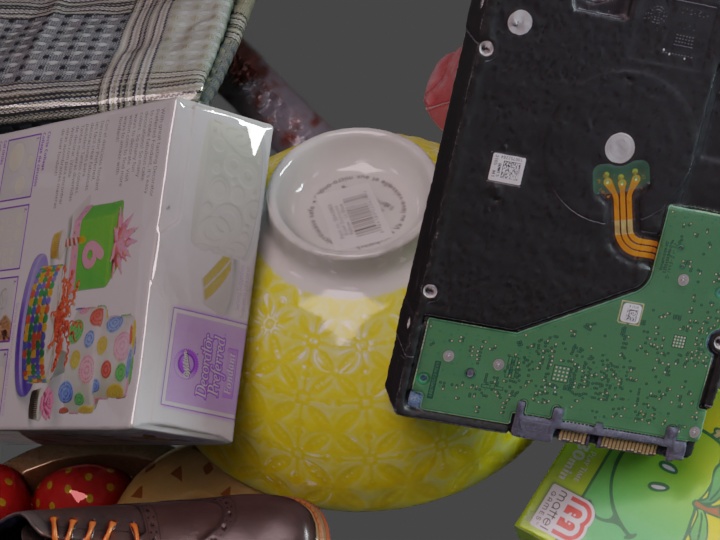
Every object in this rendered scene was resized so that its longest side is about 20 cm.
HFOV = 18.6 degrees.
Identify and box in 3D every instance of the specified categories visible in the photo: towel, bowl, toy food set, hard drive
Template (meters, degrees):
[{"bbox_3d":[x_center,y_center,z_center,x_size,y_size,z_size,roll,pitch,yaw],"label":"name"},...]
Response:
[{"bbox_3d":[-0.152,-0.130,1.139,0.191,0.035,0.200,-4,32,11],"label":"towel"},{"bbox_3d":[0.000,0.000,1.013,0.199,0.108,0.201,-3,50,3],"label":"bowl"},{"bbox_3d":[-0.129,0.165,1.016,0.199,0.049,0.199,9,65,17],"label":"toy food set"},{"bbox_3d":[0.098,-0.026,0.924,0.139,0.038,0.201,9,105,-10],"label":"hard drive"}]

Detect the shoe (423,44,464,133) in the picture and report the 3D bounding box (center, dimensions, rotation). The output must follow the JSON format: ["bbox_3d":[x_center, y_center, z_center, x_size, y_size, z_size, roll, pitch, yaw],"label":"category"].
[{"bbox_3d":[0.088,-0.074,1.039,0.091,0.071,0.201,-48,26,22],"label":"shoe"}]

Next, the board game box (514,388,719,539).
[{"bbox_3d":[0.180,0.123,0.967,0.199,0.048,0.102,26,71,24],"label":"board game box"}]

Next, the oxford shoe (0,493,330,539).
[{"bbox_3d":[-0.112,0.135,0.958,0.199,0.073,0.072,-16,60,4],"label":"oxford shoe"}]

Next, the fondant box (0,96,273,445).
[{"bbox_3d":[-0.128,0.006,1.018,0.199,0.058,0.145,-6,74,52],"label":"fondant box"}]
